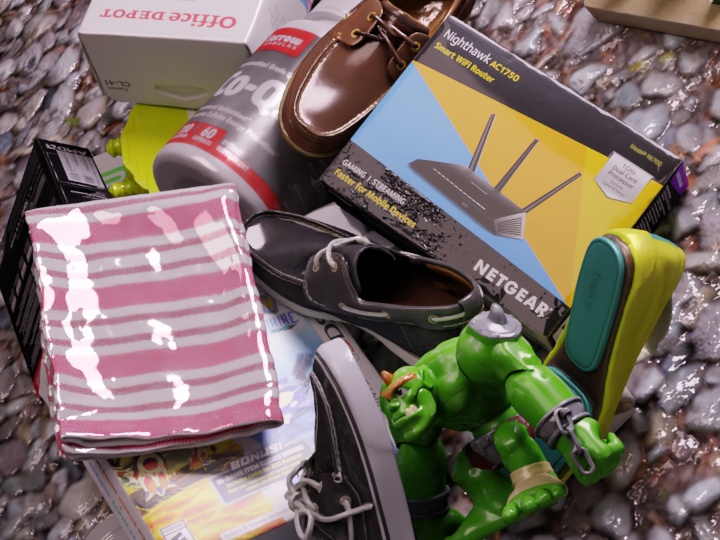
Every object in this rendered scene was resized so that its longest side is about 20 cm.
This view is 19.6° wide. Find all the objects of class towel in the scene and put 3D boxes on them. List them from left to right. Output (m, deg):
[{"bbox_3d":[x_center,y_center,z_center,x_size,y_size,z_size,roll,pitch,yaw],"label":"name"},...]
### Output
[{"bbox_3d":[-0.135,0.027,1.344,0.146,0.030,0.200,-8,56,-8],"label":"towel"}]

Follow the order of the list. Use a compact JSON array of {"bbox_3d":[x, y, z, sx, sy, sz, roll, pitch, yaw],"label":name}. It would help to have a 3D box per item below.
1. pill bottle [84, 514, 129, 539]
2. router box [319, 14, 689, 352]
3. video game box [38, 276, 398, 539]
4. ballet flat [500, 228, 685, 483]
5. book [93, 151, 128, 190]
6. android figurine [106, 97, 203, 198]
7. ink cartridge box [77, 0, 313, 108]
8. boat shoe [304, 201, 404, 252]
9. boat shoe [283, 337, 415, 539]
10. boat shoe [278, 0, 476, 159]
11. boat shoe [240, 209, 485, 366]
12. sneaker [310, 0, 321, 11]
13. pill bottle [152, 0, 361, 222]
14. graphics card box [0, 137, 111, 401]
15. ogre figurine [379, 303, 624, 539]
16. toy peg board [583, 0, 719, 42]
[{"bbox_3d":[-0.114,0.234,1.350,0.111,0.111,0.200,-48,40,-2],"label":"pill bottle"},{"bbox_3d":[0.095,-0.059,1.392,0.200,0.051,0.149,35,82,24],"label":"router box"},{"bbox_3d":[-0.080,0.100,1.357,0.200,0.047,0.182,-21,56,-26],"label":"video game box"},{"bbox_3d":[0.147,0.062,1.282,0.067,0.067,0.200,49,129,43],"label":"ballet flat"},{"bbox_3d":[-0.151,-0.052,1.679,0.200,0.048,0.134,-20,47,24],"label":"book"},{"bbox_3d":[-0.099,-0.099,1.609,0.200,0.041,0.182,-14,52,2],"label":"android figurine"},{"bbox_3d":[-0.115,-0.229,1.628,0.147,0.086,0.200,5,55,18],"label":"ink cartridge box"},{"bbox_3d":[0.046,-0.036,1.463,0.200,0.065,0.074,-15,69,8],"label":"boat shoe"},{"bbox_3d":[-0.011,0.142,1.273,0.068,0.200,0.074,-16,19,-9],"label":"boat shoe"},{"bbox_3d":[0.015,-0.160,1.447,0.200,0.072,0.068,-48,-4,-27],"label":"boat shoe"},{"bbox_3d":[0.000,0.000,1.369,0.200,0.068,0.072,26,59,29],"label":"boat shoe"},{"bbox_3d":[-0.028,-0.289,1.739,0.200,0.070,0.108,-53,37,0],"label":"sneaker"},{"bbox_3d":[-0.047,-0.108,1.511,0.114,0.114,0.200,12,53,46],"label":"pill bottle"},{"bbox_3d":[-0.226,-0.001,1.590,0.126,0.051,0.200,-69,29,22],"label":"graphics card box"},{"bbox_3d":[0.070,0.098,1.259,0.098,0.200,0.120,-23,80,-16],"label":"ogre figurine"},{"bbox_3d":[0.258,-0.269,1.446,0.200,0.098,0.199,19,72,48],"label":"toy peg board"}]
